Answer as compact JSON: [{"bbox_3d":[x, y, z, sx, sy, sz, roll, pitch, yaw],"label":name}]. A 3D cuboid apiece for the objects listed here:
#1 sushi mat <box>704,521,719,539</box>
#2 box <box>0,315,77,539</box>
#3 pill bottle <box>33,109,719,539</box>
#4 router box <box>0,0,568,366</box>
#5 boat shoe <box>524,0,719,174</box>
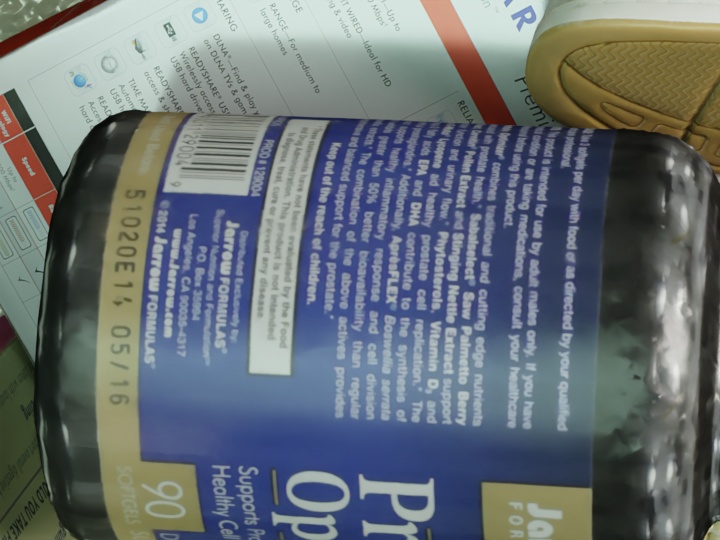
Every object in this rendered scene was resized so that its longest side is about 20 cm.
[{"bbox_3d":[0.113,0.143,0.817,0.095,0.012,0.200,12,123,7],"label":"sushi mat"},{"bbox_3d":[-0.099,0.134,0.790,0.097,0.176,0.200,-25,101,14],"label":"box"},{"bbox_3d":[0.029,0.019,0.720,0.199,0.112,0.112,3,106,9],"label":"pill bottle"},{"bbox_3d":[0.000,0.000,0.804,0.179,0.049,0.200,-26,100,14],"label":"router box"},{"bbox_3d":[0.139,-0.068,0.749,0.199,0.071,0.069,1,64,-8],"label":"boat shoe"}]
